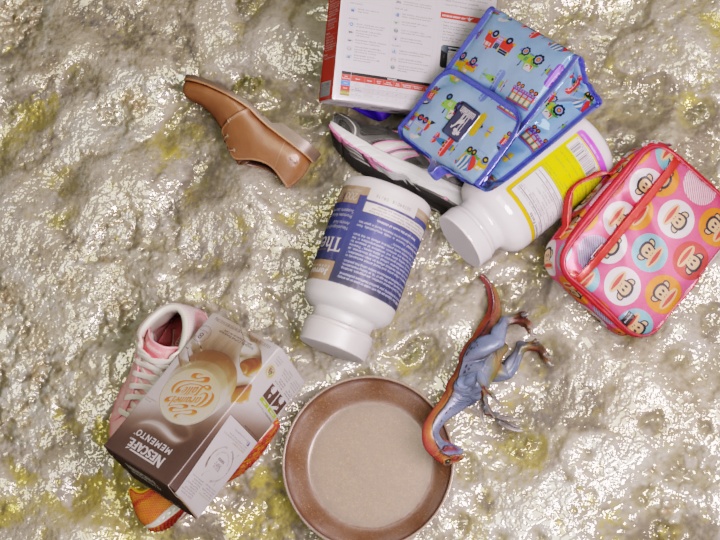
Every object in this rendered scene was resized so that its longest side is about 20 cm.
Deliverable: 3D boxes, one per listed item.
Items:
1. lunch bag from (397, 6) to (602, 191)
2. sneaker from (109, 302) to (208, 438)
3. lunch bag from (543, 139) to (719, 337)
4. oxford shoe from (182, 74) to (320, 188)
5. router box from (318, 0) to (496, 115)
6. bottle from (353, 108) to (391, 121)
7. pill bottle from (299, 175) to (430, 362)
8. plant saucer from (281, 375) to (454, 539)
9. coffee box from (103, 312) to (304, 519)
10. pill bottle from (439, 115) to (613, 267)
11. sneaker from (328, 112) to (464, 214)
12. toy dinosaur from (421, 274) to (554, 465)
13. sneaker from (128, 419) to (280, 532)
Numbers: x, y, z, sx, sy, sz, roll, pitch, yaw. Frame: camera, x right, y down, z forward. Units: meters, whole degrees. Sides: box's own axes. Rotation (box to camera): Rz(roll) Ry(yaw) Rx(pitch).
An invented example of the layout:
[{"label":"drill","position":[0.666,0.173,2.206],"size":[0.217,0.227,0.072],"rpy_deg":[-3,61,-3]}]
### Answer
[{"label":"lunch bag","position":[0.147,-0.178,1.679],"size":[0.200,0.094,0.150],"rpy_deg":[-47,51,-7]},{"label":"sneaker","position":[-0.247,0.125,1.730],"size":[0.075,0.105,0.201],"rpy_deg":[25,81,12]},{"label":"lunch bag","position":[0.308,-0.043,1.671],"size":[0.176,0.082,0.200],"rpy_deg":[41,82,-10]},{"label":"oxford shoe","position":[-0.149,-0.173,1.813],"size":[0.200,0.071,0.071],"rpy_deg":[36,88,15]},{"label":"router box","position":[0.060,-0.276,1.752],"size":[0.199,0.049,0.180],"rpy_deg":[6,89,-20]},{"label":"bottle","position":[0.046,-0.285,1.813],"size":[0.083,0.065,0.200],"rpy_deg":[28,81,8]},{"label":"pill bottle","position":[0.000,0.000,1.721],"size":[0.111,0.111,0.200],"rpy_deg":[18,79,13]},{"label":"plant saucer","position":[0.011,0.222,1.700],"size":[0.200,0.037,0.201],"rpy_deg":[-2,74,8]},{"label":"coffee box","position":[-0.175,0.162,1.666],"size":[0.114,0.080,0.200],"rpy_deg":[23,67,36]},{"label":"pill bottle","position":[0.189,-0.092,1.704],"size":[0.200,0.104,0.104],"rpy_deg":[-38,73,-13]},{"label":"sneaker","position":[0.059,-0.142,1.776],"size":[0.200,0.080,0.086],"rpy_deg":[29,76,3]},{"label":"toy dinosaur","position":[0.131,0.131,1.684],"size":[0.181,0.105,0.200],"rpy_deg":[-33,39,-6]},{"label":"sneaker","position":[-0.183,0.221,1.710],"size":[0.200,0.073,0.077],"rpy_deg":[-34,76,-1]}]
